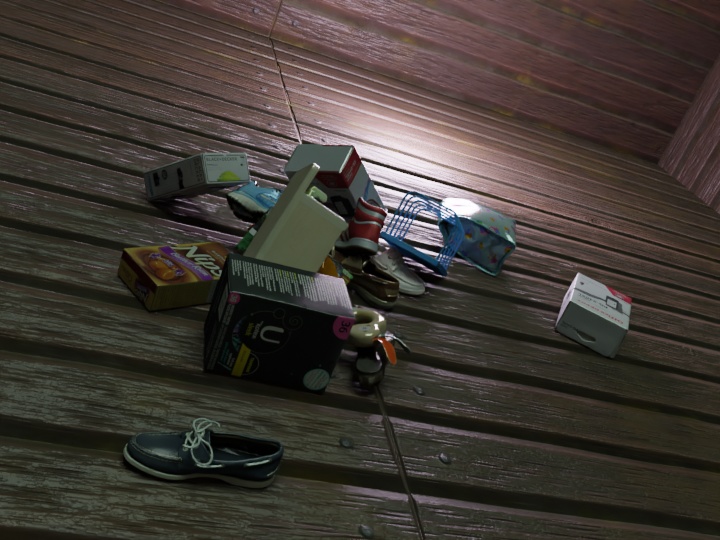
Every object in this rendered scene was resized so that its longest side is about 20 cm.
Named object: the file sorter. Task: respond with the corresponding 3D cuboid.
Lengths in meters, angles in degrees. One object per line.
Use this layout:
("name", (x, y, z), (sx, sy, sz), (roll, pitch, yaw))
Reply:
("file sorter", (0.144, -0.080, 1.731), (0.138, 0.123, 0.200), (28, 0, 13))

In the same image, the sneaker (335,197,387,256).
("sneaker", (-0.009, -0.091, 1.648), (0.071, 0.113, 0.200), (21, -8, -28))

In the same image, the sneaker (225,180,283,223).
("sneaker", (-0.168, -0.124, 1.531), (0.200, 0.079, 0.090), (31, 62, 26))

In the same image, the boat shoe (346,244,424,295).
("boat shoe", (0.058, -0.019, 1.688), (0.200, 0.070, 0.071), (32, 27, 19))

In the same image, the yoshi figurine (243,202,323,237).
("yoshi figurine", (-0.144, -0.076, 1.641), (0.112, 0.113, 0.200), (-9, 16, 45))

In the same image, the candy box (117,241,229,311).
("candy box", (-0.301, 0.006, 1.368), (0.200, 0.057, 0.117), (-6, 37, -48))

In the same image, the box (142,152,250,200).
("box", (-0.330, -0.187, 1.583), (0.199, 0.060, 0.116), (-9, 1, 40))

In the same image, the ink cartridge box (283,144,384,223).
("ink cartridge box", (-0.052, -0.174, 1.704), (0.145, 0.200, 0.083), (6, 56, 30))

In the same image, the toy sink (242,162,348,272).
("toy sink", (-0.103, -0.067, 1.368), (0.112, 0.200, 0.130), (34, -12, -16))

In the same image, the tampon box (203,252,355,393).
("tampon box", (-0.131, 0.083, 1.244), (0.199, 0.150, 0.126), (14, 26, -18))

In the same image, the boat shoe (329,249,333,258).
("boat shoe", (-0.087, -0.014, 1.519), (0.072, 0.072, 0.200), (17, 42, 3))

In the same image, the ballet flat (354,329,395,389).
("ballet flat", (0.024, 0.152, 1.370), (0.067, 0.047, 0.200), (1, 19, 6))

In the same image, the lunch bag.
("lunch bag", (0.279, -0.098, 1.966), (0.199, 0.122, 0.170), (27, 26, -3))

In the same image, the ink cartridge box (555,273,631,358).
("ink cartridge box", (0.544, 0.101, 1.835), (0.145, 0.084, 0.200), (27, 26, 10))

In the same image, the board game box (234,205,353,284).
("board game box", (-0.121, -0.015, 1.444), (0.200, 0.105, 0.023), (41, -10, -3))

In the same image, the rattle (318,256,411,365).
("rattle", (0.005, 0.064, 1.354), (0.130, 0.143, 0.200), (9, 6, -31))

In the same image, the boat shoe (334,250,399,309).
("boat shoe", (0.000, 0.000, 1.602), (0.200, 0.072, 0.076), (32, 27, 19))

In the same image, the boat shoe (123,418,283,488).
("boat shoe", (-0.197, 0.231, 1.008), (0.199, 0.062, 0.075), (15, 28, -14))
